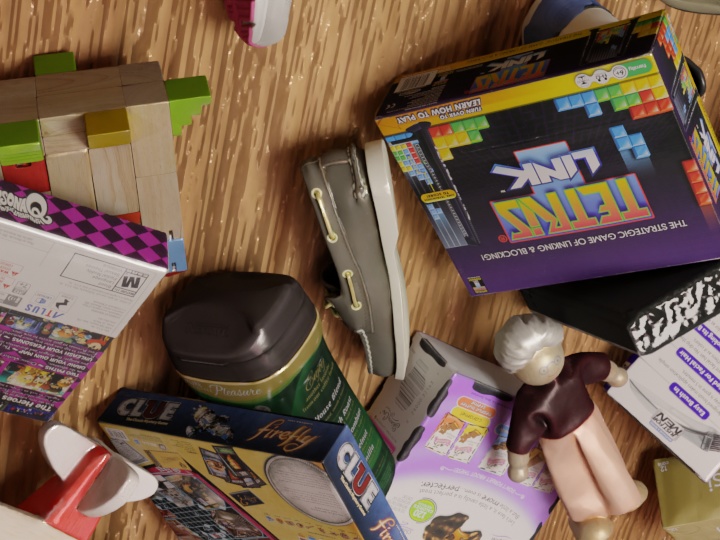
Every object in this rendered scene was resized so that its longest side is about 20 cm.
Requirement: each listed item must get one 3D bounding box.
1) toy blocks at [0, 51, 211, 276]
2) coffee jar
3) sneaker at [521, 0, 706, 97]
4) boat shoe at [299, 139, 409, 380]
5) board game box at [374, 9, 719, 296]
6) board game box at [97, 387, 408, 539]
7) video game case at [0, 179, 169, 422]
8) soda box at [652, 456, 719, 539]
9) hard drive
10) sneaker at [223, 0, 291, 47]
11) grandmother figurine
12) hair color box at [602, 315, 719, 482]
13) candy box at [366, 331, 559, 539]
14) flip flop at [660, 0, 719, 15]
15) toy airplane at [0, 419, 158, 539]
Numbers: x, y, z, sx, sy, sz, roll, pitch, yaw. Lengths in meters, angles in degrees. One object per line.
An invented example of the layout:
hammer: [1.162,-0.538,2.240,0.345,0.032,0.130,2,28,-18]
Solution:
toy blocks: [-0.189,-0.048,0.873,0.200,0.100,0.137,-8,129,-10]
coffee jar: [-0.056,0.090,0.997,0.085,0.104,0.200,-57,136,-36]
sneaker: [0.201,-0.110,1.010,0.081,0.115,0.199,-46,126,4]
boat shoe: [0.000,-0.002,1.000,0.060,0.072,0.202,-7,129,2]
board game box: [0.134,-0.071,0.953,0.200,0.057,0.165,-10,125,32]
board game box: [-0.072,0.149,0.973,0.035,0.200,0.136,-55,134,-35]
video game case: [-0.242,0.012,0.845,0.200,0.036,0.181,18,135,-27]
soda box: [0.355,0.181,1.206,0.200,0.064,0.068,-15,150,21]
hard drive: [0.211,0.000,1.023,0.139,0.200,0.033,-29,103,-9]
sneaker: [-0.027,-0.228,0.855,0.088,0.081,0.200,7,113,-27]
grandmother figurine: [0.155,0.109,1.060,0.121,0.061,0.200,-46,124,-25]
hair color box: [0.304,0.061,1.155,0.109,0.065,0.200,43,93,4]
candy box: [0.067,0.170,1.122,0.168,0.072,0.200,25,103,-34]
flip flop: [0.293,-0.211,0.972,0.058,0.200,0.081,19,78,-73]
toy airplane: [-0.214,0.203,0.945,0.200,0.141,0.199,-7,124,-16]
